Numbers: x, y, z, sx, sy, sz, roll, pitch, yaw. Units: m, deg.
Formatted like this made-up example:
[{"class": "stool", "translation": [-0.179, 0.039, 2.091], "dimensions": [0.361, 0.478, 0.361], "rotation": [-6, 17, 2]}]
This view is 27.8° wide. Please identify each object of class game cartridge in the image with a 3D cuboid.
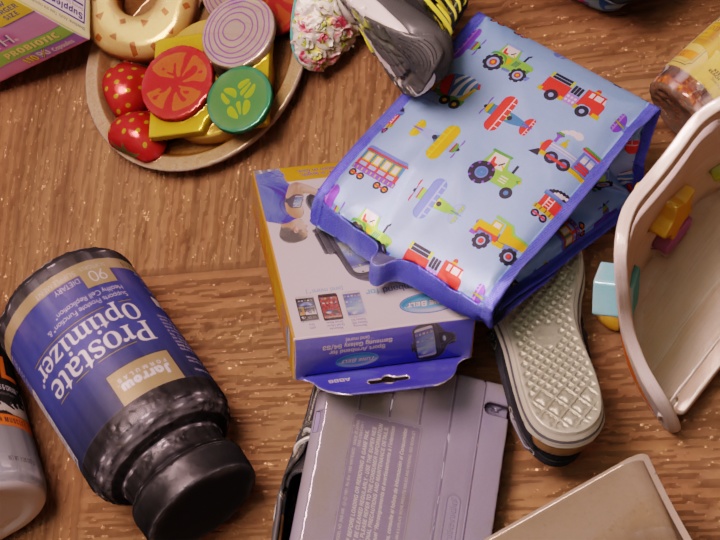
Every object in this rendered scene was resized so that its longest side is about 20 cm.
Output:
[{"class": "game cartridge", "translation": [0.021, 0.158, 0.929], "dimensions": [0.128, 0.038, 0.202], "rotation": [13, 72, -7]}]

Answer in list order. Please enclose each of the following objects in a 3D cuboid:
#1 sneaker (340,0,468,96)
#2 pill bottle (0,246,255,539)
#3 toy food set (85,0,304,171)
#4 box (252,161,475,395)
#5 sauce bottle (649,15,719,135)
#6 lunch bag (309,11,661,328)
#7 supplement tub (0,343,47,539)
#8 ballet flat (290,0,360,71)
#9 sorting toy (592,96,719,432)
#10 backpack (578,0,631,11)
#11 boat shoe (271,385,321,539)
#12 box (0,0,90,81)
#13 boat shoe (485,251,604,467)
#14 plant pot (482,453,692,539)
[{"class": "sneaker", "translation": [0.036, -0.181, 0.971], "dimensions": [0.084, 0.075, 0.200], "rotation": [-34, 24, 4]}, {"class": "pill bottle", "translation": [-0.160, 0.089, 1.013], "dimensions": [0.112, 0.112, 0.200], "rotation": [-41, 63, 2]}, {"class": "toy food set", "translation": [-0.129, -0.174, 1.131], "dimensions": [0.195, 0.049, 0.203], "rotation": [-6, 69, 18]}, {"class": "box", "translation": [0.000, 0.000, 0.961], "dimensions": [0.117, 0.042, 0.201], "rotation": [-7, 39, -10]}, {"class": "sauce bottle", "translation": [0.282, -0.166, 0.969], "dimensions": [0.200, 0.066, 0.066], "rotation": [-41, 63, -7]}, {"class": "lunch bag", "translation": [0.074, -0.056, 0.946], "dimensions": [0.150, 0.095, 0.200], "rotation": [33, 56, 26]}, {"class": "supplement tub", "translation": [-0.310, 0.095, 1.059], "dimensions": [0.122, 0.123, 0.202], "rotation": [-28, 64, 8]}, {"class": "ballet flat", "translation": [0.002, -0.245, 1.092], "dimensions": [0.063, 0.075, 0.202], "rotation": [6, 74, 39]}, {"class": "sorting toy", "translation": [0.203, -0.027, 0.884], "dimensions": [0.107, 0.180, 0.201], "rotation": [38, 86, 27]}, {"class": "backpack", "translation": [0.145, -0.293, 1.016], "dimensions": [0.199, 0.151, 0.178], "rotation": [29, 76, 18]}, {"class": "boat shoe", "translation": [-0.017, 0.132, 0.972], "dimensions": [0.071, 0.068, 0.202], "rotation": [6, 72, 23]}, {"class": "box", "translation": [-0.310, -0.263, 1.179], "dimensions": [0.174, 0.096, 0.202], "rotation": [-18, 64, 32]}, {"class": "boat shoe", "translation": [0.116, 0.038, 0.957], "dimensions": [0.074, 0.063, 0.202], "rotation": [-4, 53, -4]}, {"class": "plant pot", "translation": [0.127, 0.250, 0.797], "dimensions": [0.198, 0.200, 0.178], "rotation": [-30, 99, 7]}]
